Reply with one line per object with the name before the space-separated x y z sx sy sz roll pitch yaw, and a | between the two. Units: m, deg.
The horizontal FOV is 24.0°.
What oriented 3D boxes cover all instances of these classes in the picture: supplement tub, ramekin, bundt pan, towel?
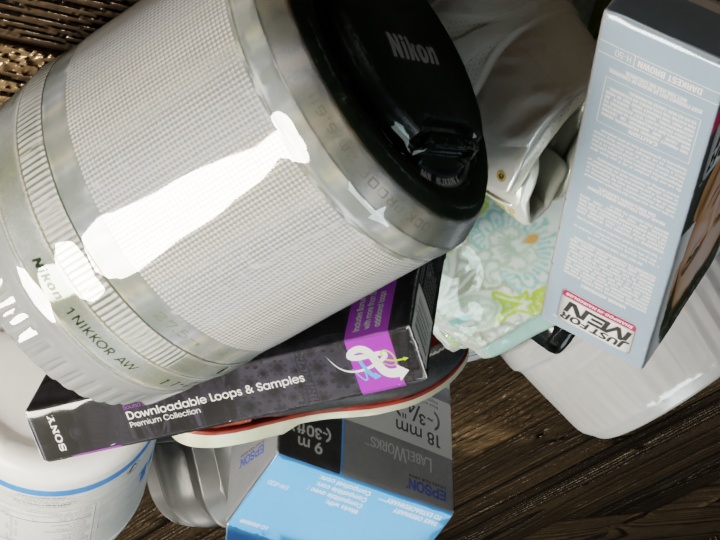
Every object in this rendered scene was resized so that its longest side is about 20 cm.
supplement tub | -0.188 0.094 1.031 0.131 0.133 0.200 -14 160 -16
ramekin | 0.206 0.035 1.199 0.202 0.094 0.202 -36 -179 1
bundt pan | -0.066 0.142 1.256 0.200 0.076 0.202 -9 180 0
towel | 0.086 -0.048 0.913 0.199 0.048 0.171 -30 120 26

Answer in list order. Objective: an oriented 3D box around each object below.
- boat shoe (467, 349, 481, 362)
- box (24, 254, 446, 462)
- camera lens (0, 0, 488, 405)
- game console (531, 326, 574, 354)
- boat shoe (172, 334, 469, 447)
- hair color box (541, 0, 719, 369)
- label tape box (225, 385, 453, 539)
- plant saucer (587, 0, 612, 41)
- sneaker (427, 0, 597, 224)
boat shoe | 0.066 0.021 1.141 0.199 0.071 0.070 -14 163 -44
box | -0.059 0.029 0.866 0.199 0.036 0.143 -14 -157 13
camera lens | -0.056 -0.047 0.742 0.199 0.161 0.160 -29 158 24
game console | 0.129 -0.063 1.008 0.200 0.118 0.171 -58 173 32
boat shoe | -0.021 0.047 0.981 0.199 0.071 0.063 -13 119 -27
hair color box | 0.142 -0.059 0.774 0.099 0.060 0.201 -50 158 -34
label tape box | -0.011 0.121 1.109 0.144 0.201 0.063 23 140 -30
plant saucer | 0.223 -0.178 0.819 0.199 0.048 0.200 -5 151 -37
sneaker | 0.035 -0.057 0.818 0.200 0.116 0.073 -44 154 27
